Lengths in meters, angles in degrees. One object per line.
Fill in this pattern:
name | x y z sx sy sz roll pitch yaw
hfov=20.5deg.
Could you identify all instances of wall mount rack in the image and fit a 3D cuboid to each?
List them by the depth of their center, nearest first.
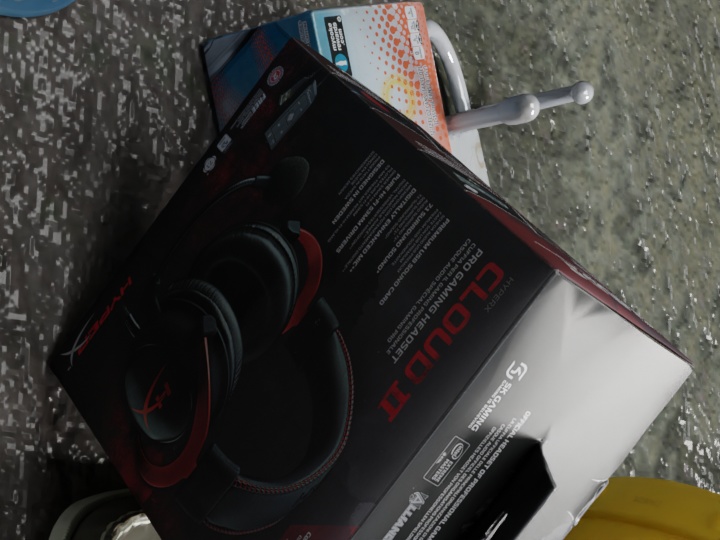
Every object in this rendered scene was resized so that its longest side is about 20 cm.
wall mount rack | 0.067 -0.010 0.812 0.174 0.074 0.201 -26 104 -71

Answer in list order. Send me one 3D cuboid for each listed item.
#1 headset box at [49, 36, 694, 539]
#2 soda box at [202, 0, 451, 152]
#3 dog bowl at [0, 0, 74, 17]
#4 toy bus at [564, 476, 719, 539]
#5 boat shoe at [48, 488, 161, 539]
headset box | 0.000 0.036 0.635 0.075 0.200 0.149 31 100 -39
soda box | 0.000 0.000 0.775 0.068 0.063 0.201 -13 92 -47
dog bowl | -0.101 -0.188 0.709 0.111 0.049 0.201 37 58 -37
toy bus | 0.114 0.217 0.824 0.192 0.135 0.201 -37 113 -30
boat shoe | -0.025 0.125 0.729 0.201 0.060 0.072 27 64 -41
